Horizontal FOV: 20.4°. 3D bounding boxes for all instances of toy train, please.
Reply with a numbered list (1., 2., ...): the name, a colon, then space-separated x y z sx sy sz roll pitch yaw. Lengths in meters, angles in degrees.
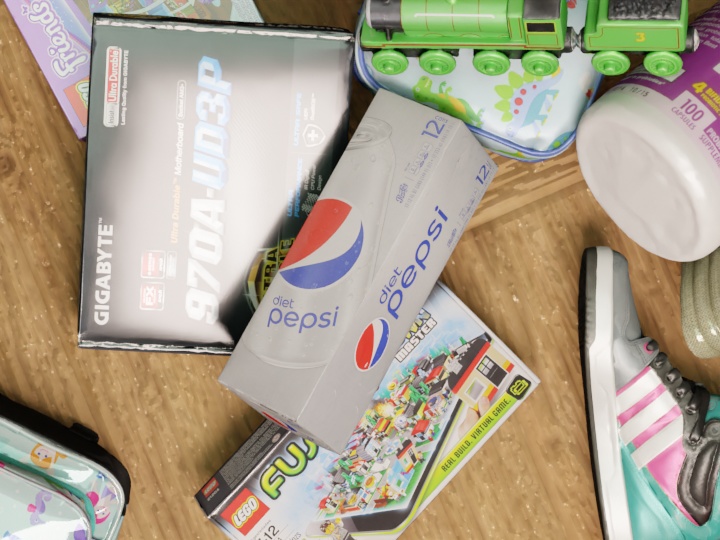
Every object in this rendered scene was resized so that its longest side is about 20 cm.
1. toy train: 0.093 -0.139 1.139 0.198 0.057 0.042 2 61 12

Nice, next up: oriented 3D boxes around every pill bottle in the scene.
1. pill bottle: 0.232 -0.104 1.195 0.200 0.112 0.113 -39 92 -21

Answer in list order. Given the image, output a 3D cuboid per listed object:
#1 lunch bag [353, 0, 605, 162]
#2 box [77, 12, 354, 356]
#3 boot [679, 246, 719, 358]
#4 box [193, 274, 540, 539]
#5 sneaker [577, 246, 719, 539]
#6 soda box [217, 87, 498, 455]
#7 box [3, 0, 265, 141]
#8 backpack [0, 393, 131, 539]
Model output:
1. lunch bag: 0.087 -0.180 1.221 0.159 0.082 0.202 21 91 -2
2. box: -0.089 -0.051 1.211 0.157 0.046 0.202 3 102 -8
3. boot: 0.276 -0.026 1.213 0.154 0.200 0.072 -27 105 33
4. box: 0.005 0.103 1.226 0.200 0.035 0.110 -47 116 -1
5. sneaker: 0.198 0.080 1.226 0.119 0.084 0.202 -7 99 3
6. soda box: 0.000 0.000 1.168 0.063 0.068 0.201 24 80 31
7. box: -0.161 -0.200 1.234 0.136 0.039 0.201 -28 92 -2
8. backpack: -0.244 0.178 1.189 0.176 0.151 0.201 27 95 -3
